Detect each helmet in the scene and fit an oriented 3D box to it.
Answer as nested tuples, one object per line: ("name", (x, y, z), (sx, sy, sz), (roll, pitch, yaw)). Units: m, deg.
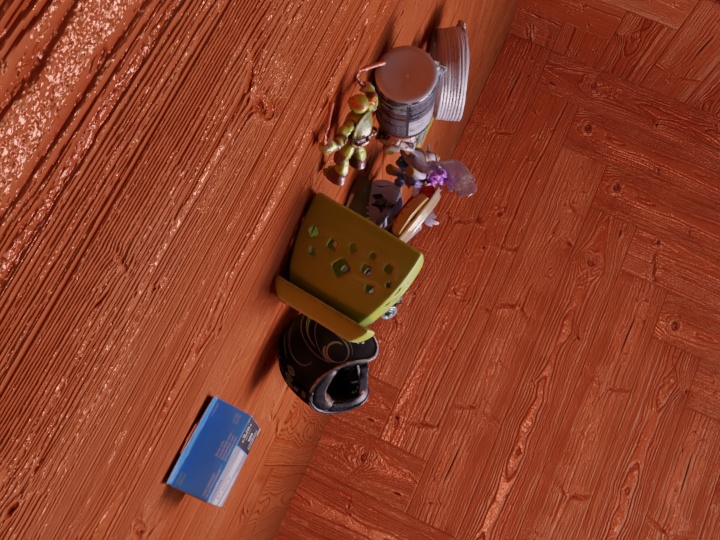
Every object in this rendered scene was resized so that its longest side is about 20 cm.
("helmet", (-0.062, 0.159, 1.415), (0.191, 0.199, 0.201), (58, -40, 42))

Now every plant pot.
("plant pot", (-0.023, 0.009, 1.217), (0.182, 0.200, 0.199), (-60, 174, -3))

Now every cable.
("cable", (0.190, -0.425, 1.582), (0.200, 0.069, 0.201), (-90, -179, -56))

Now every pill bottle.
("pill bottle", (0.077, -0.298, 1.280), (0.200, 0.106, 0.107), (84, 31, -77))

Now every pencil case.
("pencil case", (0.105, -0.336, 1.480), (0.089, 0.078, 0.201), (-41, 154, -76))

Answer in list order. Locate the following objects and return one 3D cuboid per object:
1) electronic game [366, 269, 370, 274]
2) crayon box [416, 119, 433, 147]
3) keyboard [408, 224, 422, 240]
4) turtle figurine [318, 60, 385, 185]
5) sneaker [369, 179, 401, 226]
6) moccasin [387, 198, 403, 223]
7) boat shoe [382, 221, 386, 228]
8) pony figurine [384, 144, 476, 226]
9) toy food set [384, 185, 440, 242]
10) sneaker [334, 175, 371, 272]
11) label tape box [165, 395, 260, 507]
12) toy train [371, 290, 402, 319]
("electronic game", (0.000, 0.000, 1.651), (0.200, 0.042, 0.200), (-37, -175, 4))
("crayon box", (0.139, -0.359, 1.782), (0.200, 0.051, 0.126), (27, 87, -84))
("keyboard", (0.096, -0.079, 1.678), (0.200, 0.011, 0.056), (-43, -149, 56))
("turtle figurine", (-0.005, -0.214, 1.102), (0.162, 0.064, 0.200), (105, 11, -53))
("sneaker", (0.023, -0.119, 1.633), (0.200, 0.075, 0.115), (-52, 167, -47))
("moccasin", (0.071, -0.116, 1.887), (0.068, 0.080, 0.200), (76, 21, -44))
("boat shoe", (0.023, -0.064, 1.761), (0.201, 0.066, 0.070), (91, 15, -44))
("pony figurine", (0.144, -0.218, 1.636), (0.166, 0.194, 0.200), (-35, 156, 31))
("toy food set", (0.093, -0.101, 1.519), (0.198, 0.049, 0.200), (-49, -176, 37))
("sneaker", (0.002, -0.085, 1.490), (0.067, 0.090, 0.201), (-38, 151, -73))
("label tape box", (-0.223, 0.284, 1.134), (0.200, 0.066, 0.144), (100, 15, -70))
("toy train", (0.012, 0.071, 1.777), (0.114, 0.199, 0.085), (95, -24, -46))
